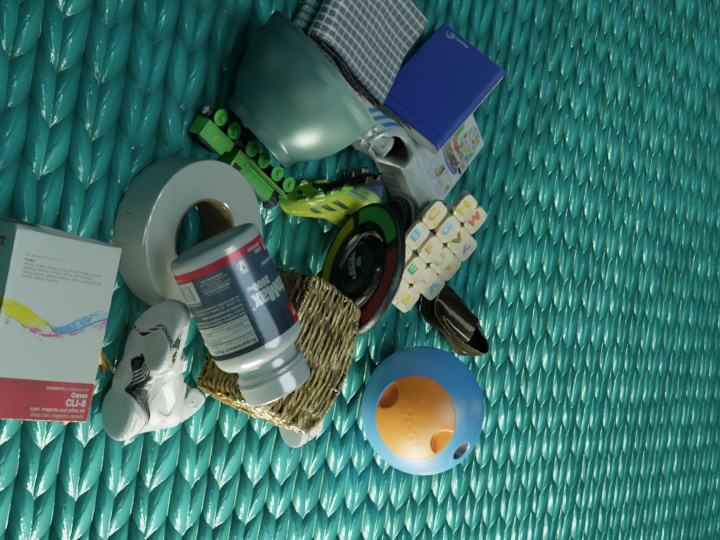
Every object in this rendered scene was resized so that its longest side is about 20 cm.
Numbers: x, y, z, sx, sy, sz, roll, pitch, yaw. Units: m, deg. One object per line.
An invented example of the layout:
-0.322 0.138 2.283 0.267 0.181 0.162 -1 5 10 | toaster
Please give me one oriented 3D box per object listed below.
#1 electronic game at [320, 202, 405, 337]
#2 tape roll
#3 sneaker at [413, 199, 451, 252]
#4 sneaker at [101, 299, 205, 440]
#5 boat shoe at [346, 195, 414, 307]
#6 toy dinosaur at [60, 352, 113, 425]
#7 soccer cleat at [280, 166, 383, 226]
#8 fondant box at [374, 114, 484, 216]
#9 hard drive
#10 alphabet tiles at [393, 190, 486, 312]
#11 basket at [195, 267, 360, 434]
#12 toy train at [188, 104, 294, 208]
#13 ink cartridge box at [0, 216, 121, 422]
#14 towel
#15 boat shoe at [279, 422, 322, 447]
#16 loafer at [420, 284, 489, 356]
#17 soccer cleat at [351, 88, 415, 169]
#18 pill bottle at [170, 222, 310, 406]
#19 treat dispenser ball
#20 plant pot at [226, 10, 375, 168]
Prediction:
0.000 0.000 1.570 0.041 0.199 0.204 20 82 -32 | electronic game
-0.221 -0.045 1.409 0.201 0.070 0.207 -14 109 -47 | tape roll
0.084 -0.026 1.714 0.199 0.088 0.075 -42 137 -1 | sneaker
-0.247 0.125 1.387 0.114 0.075 0.202 5 118 -54 | sneaker
0.019 -0.027 1.673 0.202 0.073 0.060 -60 159 0 | boat shoe
-0.330 0.091 1.305 0.107 0.059 0.203 106 -21 -60 | toy dinosaur
-0.038 -0.098 1.619 0.198 0.064 0.085 -18 125 -44 | soccer cleat
0.113 -0.201 1.776 0.201 0.058 0.145 -52 133 -28 | fondant box
0.126 -0.291 1.728 0.200 0.131 0.025 -49 175 -28 | hard drive
0.113 -0.026 1.643 0.201 0.015 0.195 -49 149 1 | alphabet tiles
-0.106 0.109 1.510 0.142 0.147 0.203 35 71 -43 | basket
-0.160 -0.151 1.484 0.057 0.041 0.200 -56 136 -11 | toy train
-0.374 0.048 1.191 0.143 0.144 0.204 12 89 -50 | ink cartridge box
0.002 -0.356 1.594 0.199 0.085 0.168 38 70 -47 | towel
-0.075 0.157 1.619 0.085 0.074 0.206 -20 114 -45 | boat shoe
0.173 0.084 1.895 0.200 0.071 0.074 47 63 -44 | loafer
0.004 -0.211 1.593 0.198 0.087 0.070 23 114 -35 | soccer cleat
-0.141 0.056 1.340 0.119 0.119 0.203 -34 105 -39 | pill bottle
0.100 0.224 1.741 0.199 0.199 0.205 -13 108 -47 | treat dispenser ball
-0.094 -0.223 1.450 0.134 0.201 0.200 -42 133 0 | plant pot
